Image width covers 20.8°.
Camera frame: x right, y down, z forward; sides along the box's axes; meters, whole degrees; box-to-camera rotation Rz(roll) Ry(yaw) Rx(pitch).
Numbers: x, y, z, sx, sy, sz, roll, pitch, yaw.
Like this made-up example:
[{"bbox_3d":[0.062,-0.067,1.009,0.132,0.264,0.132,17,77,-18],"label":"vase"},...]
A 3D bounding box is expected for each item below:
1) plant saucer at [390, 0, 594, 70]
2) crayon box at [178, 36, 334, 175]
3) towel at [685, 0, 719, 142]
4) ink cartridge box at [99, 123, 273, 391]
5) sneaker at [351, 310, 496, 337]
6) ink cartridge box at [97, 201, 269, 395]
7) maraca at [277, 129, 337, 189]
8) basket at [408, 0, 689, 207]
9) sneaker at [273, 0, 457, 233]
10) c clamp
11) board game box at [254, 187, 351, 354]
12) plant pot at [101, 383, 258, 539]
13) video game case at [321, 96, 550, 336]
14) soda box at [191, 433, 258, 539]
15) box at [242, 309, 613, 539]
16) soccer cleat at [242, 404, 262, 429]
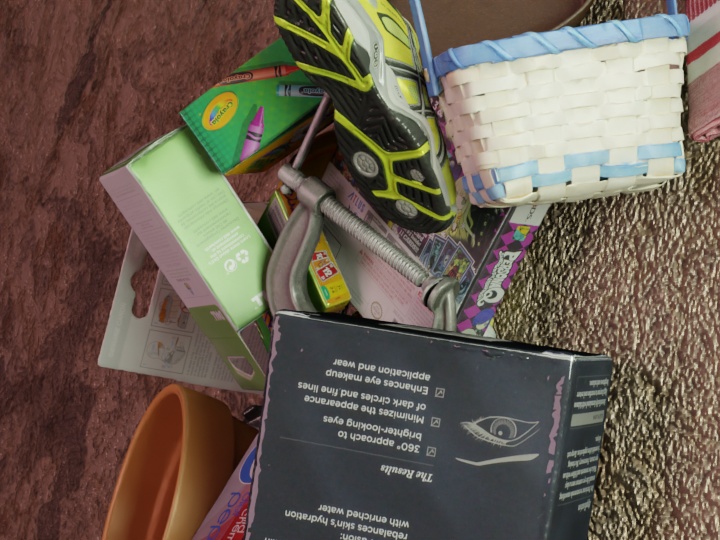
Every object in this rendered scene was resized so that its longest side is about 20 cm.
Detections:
[{"bbox_3d":[0.074,-0.184,1.380,0.200,0.200,0.034,-117,9,-54],"label":"plant saucer"},{"bbox_3d":[-0.056,-0.129,1.474,0.119,0.058,0.200,-36,0,7],"label":"crayon box"},{"bbox_3d":[0.240,-0.192,1.181,0.144,0.023,0.200,144,133,-60],"label":"towel"},{"bbox_3d":[-0.108,-0.007,1.467,0.200,0.059,0.104,57,163,-8],"label":"ink cartridge box"},{"bbox_3d":[0.038,0.033,1.479,0.200,0.078,0.090,-10,71,53],"label":"sneaker"},{"bbox_3d":[-0.112,0.018,1.655,0.047,0.200,0.160,-138,61,-65],"label":"ink cartridge box"},{"bbox_3d":[-0.003,-0.048,1.549,0.137,0.107,0.200,-59,26,4],"label":"maraca"},{"bbox_3d":[0.117,-0.142,1.225,0.139,0.176,0.200,-162,66,-82],"label":"basket"},{"bbox_3d":[0.021,-0.115,1.271,0.075,0.076,0.200,-2,122,42],"label":"sneaker"},{"bbox_3d":[0.000,0.000,1.351,0.200,0.027,0.171,44,120,27],"label":"c clamp"},{"bbox_3d":[-0.056,0.011,1.498,0.096,0.030,0.200,66,159,11],"label":"board game box"},{"bbox_3d":[-0.102,0.198,1.470,0.200,0.140,0.200,-163,90,-73],"label":"plant pot"},{"bbox_3d":[0.043,-0.044,1.387,0.200,0.036,0.181,49,122,45],"label":"video game case"},{"bbox_3d":[-0.059,0.175,1.360,0.063,0.070,0.200,-9,43,53],"label":"soda box"},{"bbox_3d":[0.041,0.136,1.243,0.117,0.197,0.200,8,-89,-70],"label":"box"},{"bbox_3d":[-0.007,0.128,1.555,0.200,0.086,0.070,-8,65,40],"label":"soccer cleat"}]
